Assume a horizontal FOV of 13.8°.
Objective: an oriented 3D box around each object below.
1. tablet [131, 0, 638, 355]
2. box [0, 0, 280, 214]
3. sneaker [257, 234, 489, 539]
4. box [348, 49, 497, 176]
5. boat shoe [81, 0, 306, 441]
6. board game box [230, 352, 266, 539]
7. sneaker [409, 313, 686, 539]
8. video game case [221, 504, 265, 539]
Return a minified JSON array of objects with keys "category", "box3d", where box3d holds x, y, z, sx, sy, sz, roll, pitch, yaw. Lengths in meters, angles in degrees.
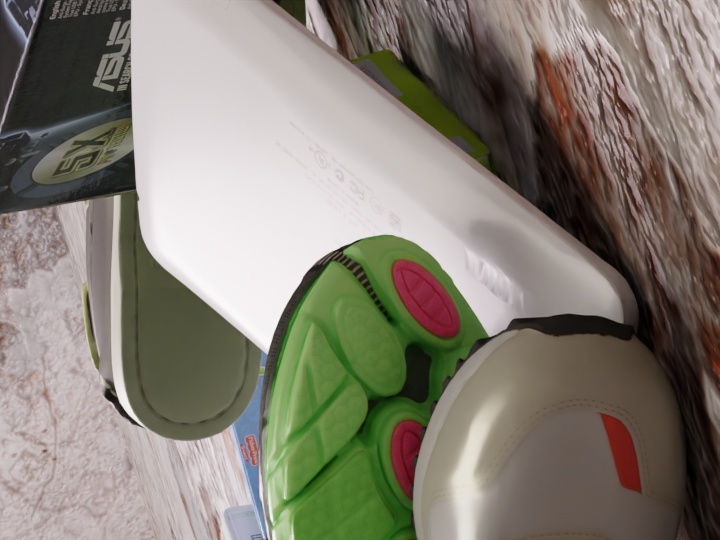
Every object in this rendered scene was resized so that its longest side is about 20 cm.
[{"category":"tablet","box3d":[0.000,0.000,0.821,0.200,0.014,0.130,40,145,33]},{"category":"box","box3d":[-0.089,-0.141,0.927,0.164,0.086,0.200,67,152,25]},{"category":"sneaker","box3d":[-0.002,0.075,0.799,0.084,0.077,0.200,40,144,44]},{"category":"box","box3d":[0.028,0.044,0.916,0.122,0.048,0.201,-127,21,-67]},{"category":"boat shoe","box3d":[-0.066,-0.043,1.064,0.061,0.072,0.202,-166,82,-67]},{"category":"board game box","box3d":[-0.036,0.047,1.258,0.200,0.036,0.152,66,-171,-79]},{"category":"sneaker","box3d":[0.047,0.111,0.723,0.093,0.070,0.200,-115,32,-57]},{"category":"video game case","box3d":[-0.028,0.230,1.255,0.182,0.024,0.201,-114,19,-57]}]
